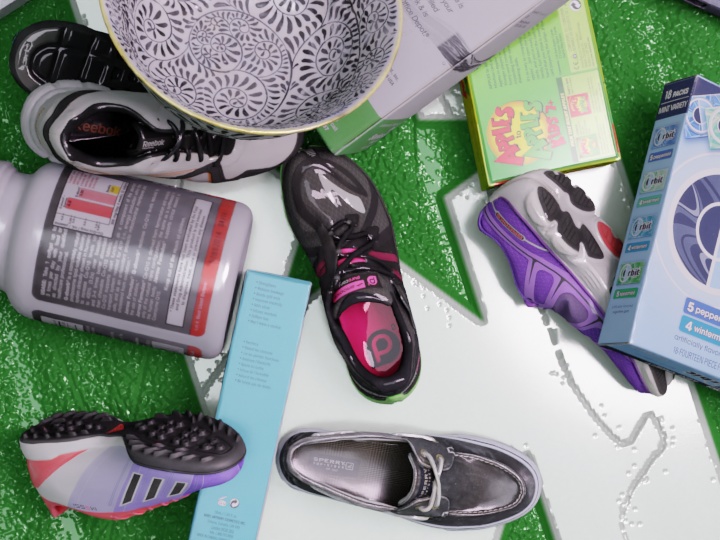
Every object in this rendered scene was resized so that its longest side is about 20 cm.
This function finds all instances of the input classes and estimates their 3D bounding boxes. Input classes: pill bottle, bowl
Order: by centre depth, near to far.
[{"bbox_3d":[-0.079,-0.159,1.016,0.200,0.094,0.202,6,65,-14],"label":"bowl"},{"bbox_3d":[-0.184,-0.013,1.093,0.199,0.116,0.116,13,88,-3],"label":"pill bottle"}]

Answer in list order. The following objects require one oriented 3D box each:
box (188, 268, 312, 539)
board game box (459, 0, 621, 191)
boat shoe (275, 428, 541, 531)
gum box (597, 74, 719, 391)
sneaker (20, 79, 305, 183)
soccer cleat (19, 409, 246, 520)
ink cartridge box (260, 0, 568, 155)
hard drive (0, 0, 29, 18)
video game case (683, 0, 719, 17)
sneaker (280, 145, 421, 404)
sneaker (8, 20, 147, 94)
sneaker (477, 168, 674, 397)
[{"bbox_3d":[-0.080,0.102,1.112,0.049,0.082,0.201,12,88,-3],"label":"box"},{"bbox_3d":[0.121,-0.169,1.145,0.101,0.048,0.201,-11,89,-2],"label":"board game box"},{"bbox_3d":[0.036,0.155,1.122,0.199,0.071,0.073,4,88,-3],"label":"boat shoe"},{"bbox_3d":[0.274,-0.015,1.111,0.169,0.045,0.201,21,77,-21],"label":"gum box"},{"bbox_3d":[-0.129,-0.089,1.061,0.199,0.080,0.074,-2,106,-23],"label":"sneaker"},{"bbox_3d":[-0.156,0.142,1.080,0.199,0.068,0.074,-2,108,35],"label":"soccer cleat"},{"bbox_3d":[0.031,-0.197,1.087,0.200,0.084,0.146,-34,85,18],"label":"ink cartridge box"},{"bbox_3d":[-0.348,-0.256,1.135,0.132,0.026,0.200,-33,91,-3],"label":"hard drive"},{"bbox_3d":[0.236,-0.279,1.141,0.199,0.019,0.144,21,80,-12],"label":"video game case"},{"bbox_3d":[0.000,0.000,1.118,0.076,0.084,0.201,-23,90,-4],"label":"sneaker"},{"bbox_3d":[-0.159,-0.139,1.119,0.199,0.079,0.076,19,97,-24],"label":"sneaker"},{"bbox_3d":[0.164,0.012,1.141,0.200,0.083,0.081,51,43,-11],"label":"sneaker"}]
